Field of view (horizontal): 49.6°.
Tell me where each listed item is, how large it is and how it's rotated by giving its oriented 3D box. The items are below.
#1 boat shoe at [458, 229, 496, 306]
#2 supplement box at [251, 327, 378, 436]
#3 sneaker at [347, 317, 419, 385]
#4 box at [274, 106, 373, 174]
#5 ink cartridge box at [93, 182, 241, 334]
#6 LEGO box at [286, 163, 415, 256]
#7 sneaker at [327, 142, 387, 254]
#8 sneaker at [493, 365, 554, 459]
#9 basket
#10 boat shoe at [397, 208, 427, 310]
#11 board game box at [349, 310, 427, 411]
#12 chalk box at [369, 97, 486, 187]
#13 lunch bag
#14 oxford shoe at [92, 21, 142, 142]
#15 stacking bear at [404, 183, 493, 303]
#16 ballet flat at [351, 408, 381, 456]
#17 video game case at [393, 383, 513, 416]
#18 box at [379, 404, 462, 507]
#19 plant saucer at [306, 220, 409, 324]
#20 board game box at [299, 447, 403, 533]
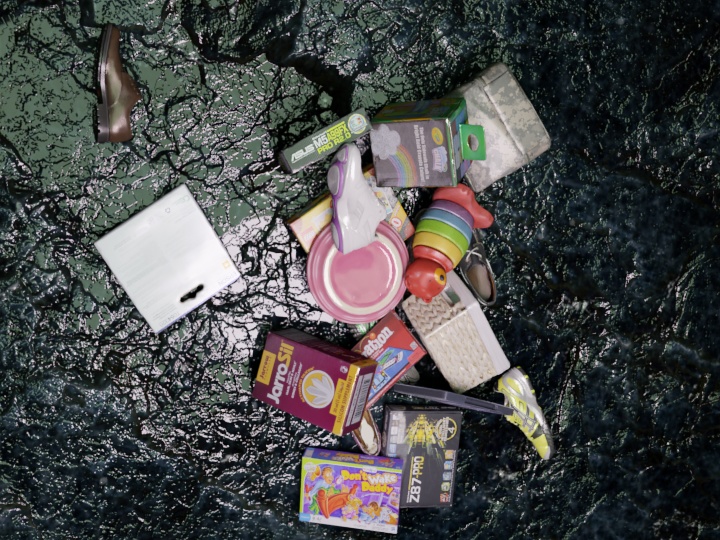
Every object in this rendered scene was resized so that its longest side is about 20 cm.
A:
[{"bbox_3d":[0.222,-0.027,1.538,0.070,0.068,0.205,-19,97,-7],"label":"boat shoe"},{"bbox_3d":[-0.084,0.201,1.443,0.196,0.103,0.134,18,96,22],"label":"supplement box"},{"bbox_3d":[0.055,0.142,1.509,0.084,0.078,0.202,-31,105,20],"label":"sneaker"},{"bbox_3d":[-0.070,-0.226,1.379,0.158,0.200,0.045,-30,101,-5],"label":"box"},{"bbox_3d":[-0.351,-0.022,1.432,0.194,0.043,0.203,-33,105,-7],"label":"ink cartridge box"},{"bbox_3d":[-0.018,-0.084,1.474,0.198,0.077,0.151,-34,104,-5],"label":"LEGO box"},{"bbox_3d":[-0.004,-0.128,1.327,0.097,0.075,0.204,-13,128,-17],"label":"sneaker"},{"bbox_3d":[0.338,0.300,1.612,0.075,0.075,0.204,-25,92,1],"label":"sneaker"},{"bbox_3d":[0.180,0.121,1.487,0.122,0.136,0.201,-33,127,0],"label":"basket"},{"bbox_3d":[0.115,-0.018,1.521,0.065,0.057,0.205,15,95,-13],"label":"boat shoe"},{"bbox_3d":[0.022,0.181,1.466,0.200,0.019,0.103,-45,72,15],"label":"board game box"},{"bbox_3d":[0.129,-0.227,1.380,0.195,0.124,0.127,2,118,22],"label":"chalk box"},{"bbox_3d":[0.232,-0.268,1.467,0.166,0.139,0.202,-35,103,-5],"label":"lunch bag"},{"bbox_3d":[-0.426,-0.328,1.366,0.083,0.072,0.206,-3,102,-27],"label":"oxford shoe"},{"bbox_3d":[0.145,-0.042,1.437,0.121,0.112,0.203,41,66,-37],"label":"stacking bear"},{"bbox_3d":[-0.008,0.277,1.531,0.068,0.071,0.203,-28,102,-11],"label":"ballet flat"},{"bbox_3d":[0.179,0.248,1.494,0.197,0.141,0.019,19,78,-38],"label":"video game case"},{"bbox_3d":[0.118,0.375,1.580,0.157,0.049,0.205,5,98,-14],"label":"box"},{"bbox_3d":[0.000,0.000,1.424,0.195,0.051,0.206,-2,99,-13],"label":"plant saucer"},{"bbox_3d":[-0.018,0.430,1.527,0.195,0.045,0.138,5,104,7],"label":"board game box"}]
